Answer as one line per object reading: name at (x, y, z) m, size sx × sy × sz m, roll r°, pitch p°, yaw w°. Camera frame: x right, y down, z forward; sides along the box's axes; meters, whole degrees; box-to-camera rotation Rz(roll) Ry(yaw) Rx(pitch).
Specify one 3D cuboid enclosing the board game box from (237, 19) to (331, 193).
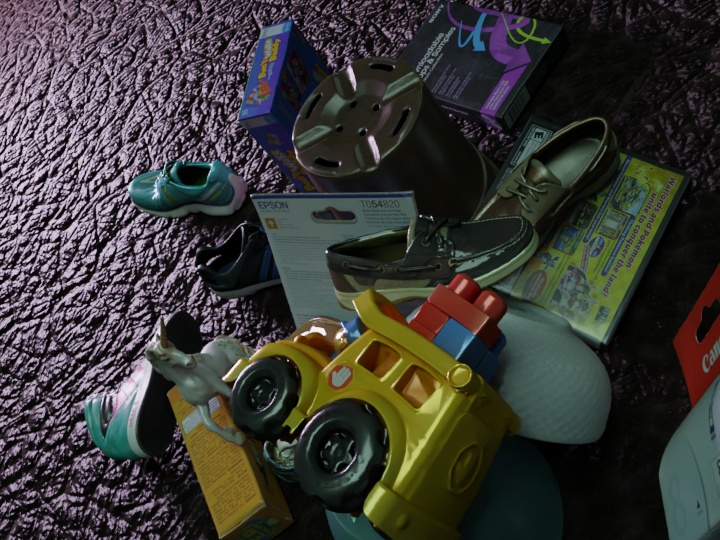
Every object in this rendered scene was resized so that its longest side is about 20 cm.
board game box at (-0.062, -0.176, 1.039) m, size 0.044 × 0.200 × 0.136 m, roll -6°, pitch 58°, yaw 27°

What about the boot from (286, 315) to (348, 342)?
boot at (-0.040, 0.093, 0.898) m, size 0.075 × 0.074 × 0.199 m, roll -30°, pitch 9°, yaw -36°

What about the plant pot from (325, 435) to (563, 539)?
plant pot at (0.060, 0.195, 0.759) m, size 0.198 × 0.161 × 0.203 m, roll -15°, pitch 54°, yaw 21°

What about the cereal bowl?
cereal bowl at (0.127, 0.072, 0.762) m, size 0.199 × 0.199 × 0.085 m, roll 23°, pitch 102°, yaw 38°

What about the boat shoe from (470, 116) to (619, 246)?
boat shoe at (0.171, -0.080, 0.853) m, size 0.200 × 0.072 × 0.076 m, roll -43°, pitch 63°, yaw -6°

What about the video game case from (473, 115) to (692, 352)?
video game case at (0.209, -0.043, 0.881) m, size 0.179 × 0.026 × 0.202 m, roll 25°, pitch 75°, yaw 24°

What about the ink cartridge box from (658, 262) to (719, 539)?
ink cartridge box at (0.272, 0.109, 0.686) m, size 0.046 × 0.161 × 0.203 m, roll -2°, pitch 57°, yaw 0°

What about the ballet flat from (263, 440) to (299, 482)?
ballet flat at (-0.014, 0.155, 0.890) m, size 0.199 × 0.074 × 0.075 m, roll -34°, pitch 50°, yaw 8°

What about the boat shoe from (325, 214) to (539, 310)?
boat shoe at (0.058, -0.016, 0.778) m, size 0.197 × 0.065 × 0.074 m, roll -17°, pitch 31°, yaw 19°

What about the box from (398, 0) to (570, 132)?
box at (0.139, -0.259, 1.081) m, size 0.199 × 0.036 × 0.144 m, roll 26°, pitch 76°, yaw 40°

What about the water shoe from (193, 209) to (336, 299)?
water shoe at (-0.110, -0.026, 1.053) m, size 0.198 × 0.079 × 0.072 m, roll -27°, pitch 51°, yaw 14°

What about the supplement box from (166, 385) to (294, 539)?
supplement box at (-0.144, 0.199, 0.940) m, size 0.069 × 0.067 × 0.201 m, roll -38°, pitch 49°, yaw 4°

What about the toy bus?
toy bus at (0.020, 0.083, 0.649) m, size 0.199 × 0.136 × 0.193 m, roll 30°, pitch 83°, yaw 41°

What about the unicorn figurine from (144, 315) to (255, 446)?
unicorn figurine at (-0.152, 0.111, 0.908) m, size 0.137 × 0.200 × 0.074 m, roll 40°, pitch 93°, yaw 0°

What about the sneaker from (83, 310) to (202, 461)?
sneaker at (-0.264, 0.144, 1.041) m, size 0.119 × 0.084 × 0.202 m, roll -20°, pitch 38°, yaw 29°

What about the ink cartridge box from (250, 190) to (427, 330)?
ink cartridge box at (0.000, 0.000, 0.899) m, size 0.197 × 0.202 × 0.041 m, roll 3°, pitch 34°, yaw 32°

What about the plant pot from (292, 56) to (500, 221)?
plant pot at (0.037, -0.108, 0.939) m, size 0.198 × 0.198 × 0.203 m, roll -14°, pitch 55°, yaw 22°

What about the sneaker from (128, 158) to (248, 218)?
sneaker at (-0.246, -0.124, 1.196) m, size 0.197 × 0.080 × 0.078 m, roll -1°, pitch 61°, yaw 31°
